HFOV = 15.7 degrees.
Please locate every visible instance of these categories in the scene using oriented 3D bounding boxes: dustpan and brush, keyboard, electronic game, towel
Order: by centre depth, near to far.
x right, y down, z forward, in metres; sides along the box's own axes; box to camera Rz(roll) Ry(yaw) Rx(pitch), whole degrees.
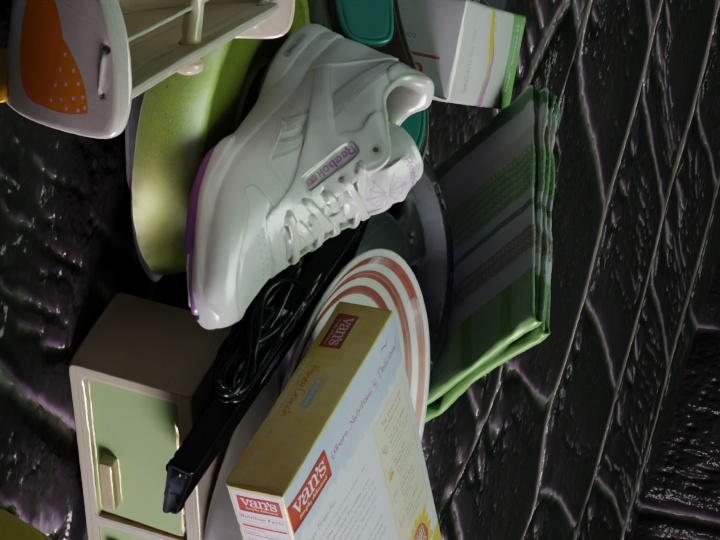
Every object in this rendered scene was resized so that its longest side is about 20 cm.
[{"bbox_3d":[-0.057,0.033,1.408,0.200,0.040,0.104,-57,176,-28],"label":"keyboard"},{"bbox_3d":[-0.058,0.167,1.471,0.140,0.057,0.200,84,26,-52],"label":"dustpan and brush"},{"bbox_3d":[0.000,0.000,1.561,0.200,0.042,0.200,-4,95,-59],"label":"electronic game"},{"bbox_3d":[0.076,-0.007,1.668,0.149,0.031,0.200,-40,-146,41],"label":"towel"}]

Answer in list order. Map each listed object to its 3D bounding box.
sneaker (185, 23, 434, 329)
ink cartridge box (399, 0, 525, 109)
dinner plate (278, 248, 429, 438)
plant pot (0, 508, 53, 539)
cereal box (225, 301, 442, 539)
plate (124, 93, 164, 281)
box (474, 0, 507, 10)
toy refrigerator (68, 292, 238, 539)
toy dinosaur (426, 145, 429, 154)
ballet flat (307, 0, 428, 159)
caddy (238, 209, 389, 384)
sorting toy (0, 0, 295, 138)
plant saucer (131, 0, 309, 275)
[{"bbox_3d":[-0.026,-0.049,1.369,0.075,0.099,0.200,87,25,-54],"label":"sneaker"},{"bbox_3d":[0.023,-0.147,1.641,0.200,0.117,0.067,-6,109,-74],"label":"ink cartridge box"},{"bbox_3d":[-0.010,0.085,1.474,0.200,0.024,0.200,-38,133,-55],"label":"dinner plate"},{"bbox_3d":[-0.168,0.221,1.272,0.200,0.142,0.200,15,90,-74],"label":"plant pot"},{"bbox_3d":[-0.009,0.136,1.421,0.144,0.039,0.200,-58,147,-40],"label":"cereal box"},{"bbox_3d":[-0.086,-0.126,1.444,0.200,0.032,0.200,-57,156,-49],"label":"plate"},{"bbox_3d":[0.082,-0.280,1.858,0.200,0.043,0.160,26,78,-74],"label":"box"},{"bbox_3d":[-0.114,0.115,1.485,0.200,0.076,0.070,90,21,-43],"label":"toy refrigerator"},{"bbox_3d":[0.030,-0.093,1.851,0.088,0.047,0.200,68,36,-54],"label":"toy dinosaur"},{"bbox_3d":[-0.002,-0.112,1.504,0.064,0.067,0.200,121,-30,-49],"label":"ballet flat"},{"bbox_3d":[-0.031,0.039,1.640,0.141,0.105,0.200,87,24,-49],"label":"caddy"},{"bbox_3d":[-0.115,-0.176,1.204,0.200,0.107,0.180,-41,135,-63],"label":"sorting toy"},{"bbox_3d":[-0.069,-0.090,1.421,0.200,0.031,0.200,16,90,-74],"label":"plant saucer"}]
